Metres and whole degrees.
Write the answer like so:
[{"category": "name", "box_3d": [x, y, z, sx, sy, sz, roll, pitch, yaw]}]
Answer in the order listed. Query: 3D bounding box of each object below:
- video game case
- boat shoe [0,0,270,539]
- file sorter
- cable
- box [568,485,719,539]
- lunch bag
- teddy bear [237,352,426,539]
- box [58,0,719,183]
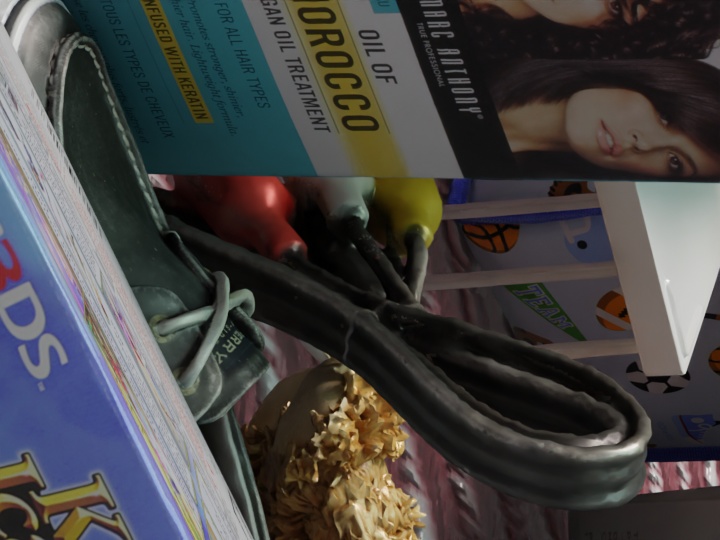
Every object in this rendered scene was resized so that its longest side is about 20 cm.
[{"category": "video game case", "box_3d": [-0.055, 0.041, 0.520, 0.181, 0.045, 0.201, -128, -168, -78]}, {"category": "boat shoe", "box_3d": [-0.054, 0.024, 0.648, 0.072, 0.071, 0.201, -48, 131, -61]}, {"category": "file sorter", "box_3d": [0.051, -0.075, 0.855, 0.200, 0.124, 0.139, -62, 141, -54]}, {"category": "cable", "box_3d": [0.000, 0.000, 0.672, 0.200, 0.097, 0.051, -139, -123, -61]}, {"category": "box", "box_3d": [0.193, 0.181, 1.010, 0.200, 0.171, 0.200, 162, -72, -72]}, {"category": "lunch bag", "box_3d": [0.154, -0.010, 1.004, 0.170, 0.199, 0.124, 62, 32, -47]}, {"category": "teddy bear", "box_3d": [-0.003, 0.115, 0.732, 0.145, 0.066, 0.201, 124, -33, -65]}, {"category": "box", "box_3d": [0.007, -0.066, 0.637, 0.049, 0.199, 0.082, -64, 144, -38]}]
